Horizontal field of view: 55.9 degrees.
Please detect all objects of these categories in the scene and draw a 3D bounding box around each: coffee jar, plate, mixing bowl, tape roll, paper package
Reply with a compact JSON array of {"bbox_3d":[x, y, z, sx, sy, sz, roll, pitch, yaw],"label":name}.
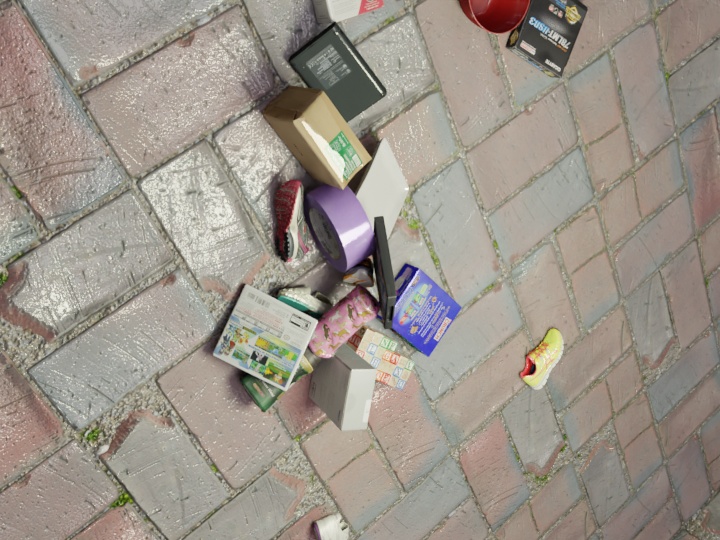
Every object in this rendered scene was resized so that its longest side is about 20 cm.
[{"bbox_3d":[-0.195,0.246,1.674,0.199,0.085,0.105,-40,83,-14],"label":"coffee jar"},{"bbox_3d":[0.046,-0.187,1.671,0.203,0.032,0.201,-65,146,-24],"label":"plate"},{"bbox_3d":[0.316,-0.694,1.686,0.195,0.108,0.206,-9,110,-27],"label":"mixing bowl"},{"bbox_3d":[-0.052,-0.105,1.595,0.084,0.199,0.204,-30,117,-18],"label":"tape roll"},{"bbox_3d":[-0.098,-0.300,1.518,0.104,0.190,0.201,-45,122,-9],"label":"paper package"}]

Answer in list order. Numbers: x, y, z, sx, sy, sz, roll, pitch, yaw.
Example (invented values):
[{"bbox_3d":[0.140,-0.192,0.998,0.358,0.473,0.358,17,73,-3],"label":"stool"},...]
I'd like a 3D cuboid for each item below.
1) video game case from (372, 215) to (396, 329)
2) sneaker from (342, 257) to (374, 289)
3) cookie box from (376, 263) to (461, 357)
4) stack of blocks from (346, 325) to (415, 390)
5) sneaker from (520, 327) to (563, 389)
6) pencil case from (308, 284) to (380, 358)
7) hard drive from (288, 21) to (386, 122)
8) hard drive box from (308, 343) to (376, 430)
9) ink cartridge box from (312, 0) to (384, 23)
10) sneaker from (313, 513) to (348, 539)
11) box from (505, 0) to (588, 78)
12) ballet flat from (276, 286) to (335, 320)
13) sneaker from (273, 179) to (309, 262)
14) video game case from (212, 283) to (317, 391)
[{"bbox_3d":[0.053,0.008,1.581,0.025,0.205,0.182,-6,154,-4],"label":"video game case"},{"bbox_3d":[0.000,0.000,1.679,0.076,0.200,0.079,13,86,-2],"label":"sneaker"},{"bbox_3d":[0.156,0.110,1.850,0.199,0.075,0.173,40,83,-32],"label":"cookie box"},{"bbox_3d":[0.053,0.233,1.837,0.197,0.058,0.117,27,90,-32],"label":"stack of blocks"},{"bbox_3d":[0.568,0.272,2.133,0.089,0.078,0.204,24,90,-25],"label":"sneaker"},{"bbox_3d":[-0.042,0.125,1.647,0.086,0.084,0.200,36,112,-25],"label":"pencil case"},{"bbox_3d":[-0.050,-0.443,1.551,0.138,0.033,0.200,-28,124,26],"label":"hard drive"},{"bbox_3d":[-0.049,0.286,1.712,0.075,0.199,0.160,4,104,-29],"label":"hard drive box"},{"bbox_3d":[-0.044,-0.670,1.503,0.142,0.083,0.205,-24,116,-21],"label":"ink cartridge box"},{"bbox_3d":[-0.064,0.778,1.920,0.098,0.075,0.205,-23,115,-20],"label":"sneaker"},{"bbox_3d":[0.507,-0.659,1.842,0.196,0.049,0.203,18,94,-32],"label":"box"},{"bbox_3d":[-0.127,0.079,1.697,0.198,0.071,0.073,32,88,-35],"label":"ballet flat"},{"bbox_3d":[-0.157,-0.121,1.603,0.073,0.080,0.204,-18,131,-35],"label":"sneaker"},{"bbox_3d":[-0.225,0.160,1.618,0.196,0.022,0.186,27,82,-8],"label":"video game case"}]
